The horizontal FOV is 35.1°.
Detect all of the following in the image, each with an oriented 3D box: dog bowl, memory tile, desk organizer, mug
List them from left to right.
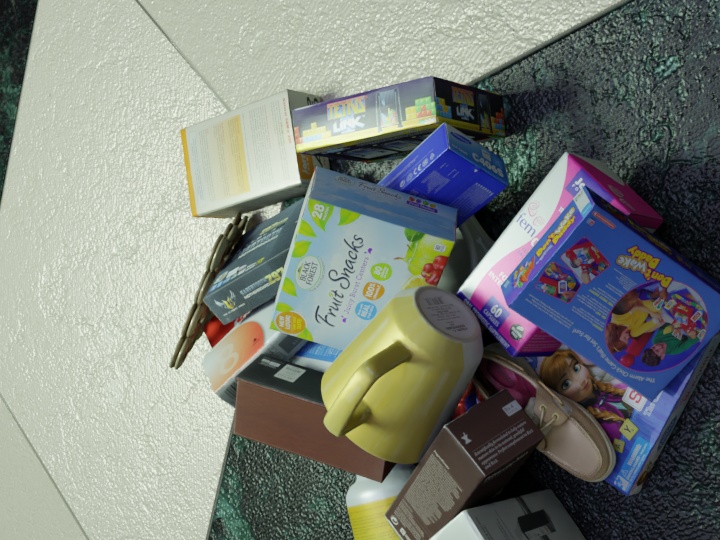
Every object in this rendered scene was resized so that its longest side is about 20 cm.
[{"bbox_3d":[-0.204,0.027,1.540,0.017,0.153,0.202,22,109,0],"label":"memory tile"},{"bbox_3d":[-0.047,0.171,1.329,0.197,0.072,0.078,15,114,18],"label":"desk organizer"},{"bbox_3d":[0.054,0.110,1.209,0.148,0.187,0.154,27,121,-10],"label":"mug"},{"bbox_3d":[0.079,-0.001,1.388,0.198,0.058,0.203,0,89,35],"label":"dog bowl"}]

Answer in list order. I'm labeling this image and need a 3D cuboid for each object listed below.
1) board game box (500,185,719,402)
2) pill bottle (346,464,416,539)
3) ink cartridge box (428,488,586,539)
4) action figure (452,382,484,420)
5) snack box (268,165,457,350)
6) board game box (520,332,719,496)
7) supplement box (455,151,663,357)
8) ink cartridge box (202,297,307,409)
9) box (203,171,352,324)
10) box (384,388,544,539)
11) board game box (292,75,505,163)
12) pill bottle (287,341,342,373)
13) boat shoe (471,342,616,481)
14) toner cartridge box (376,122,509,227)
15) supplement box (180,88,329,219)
[{"bbox_3d":[0.259,0.027,1.140,0.135,0.199,0.045,-51,20,20],"label":"board game box"},{"bbox_3d":[0.045,0.306,1.379,0.111,0.111,0.203,-20,79,33],"label":"pill bottle"},{"bbox_3d":[0.141,0.324,1.260,0.144,0.199,0.084,-46,62,26],"label":"ink cartridge box"},{"bbox_3d":[0.125,0.199,1.364,0.065,0.051,0.203,-5,85,40],"label":"action figure"},{"bbox_3d":[0.000,0.000,1.277,0.166,0.068,0.202,17,129,-5],"label":"snack box"},{"bbox_3d":[0.266,0.108,1.265,0.199,0.041,0.202,33,108,31],"label":"board game box"},{"bbox_3d":[0.212,-0.014,1.219,0.101,0.103,0.201,47,112,27],"label":"supplement box"},{"bbox_3d":[-0.140,0.061,1.468,0.162,0.050,0.200,-44,37,6],"label":"ink cartridge box"},{"bbox_3d":[-0.094,-0.029,1.450,0.199,0.158,0.051,-28,111,30],"label":"box"},{"bbox_3d":[0.111,0.227,1.248,0.075,0.099,0.201,48,141,22],"label":"box"},{"bbox_3d":[0.046,-0.174,1.345,0.198,0.164,0.058,-7,85,34],"label":"board game box"},{"bbox_3d":[-0.037,0.132,1.437,0.198,0.112,0.114,7,94,36],"label":"pill bottle"},{"bbox_3d":[0.190,0.159,1.250,0.200,0.069,0.074,42,114,28],"label":"boat shoe"},{"bbox_3d":[0.065,-0.073,1.291,0.200,0.094,0.044,-40,39,33],"label":"toner cartridge box"},{"bbox_3d":[-0.142,-0.152,1.534,0.198,0.073,0.128,-13,82,35],"label":"supplement box"}]
